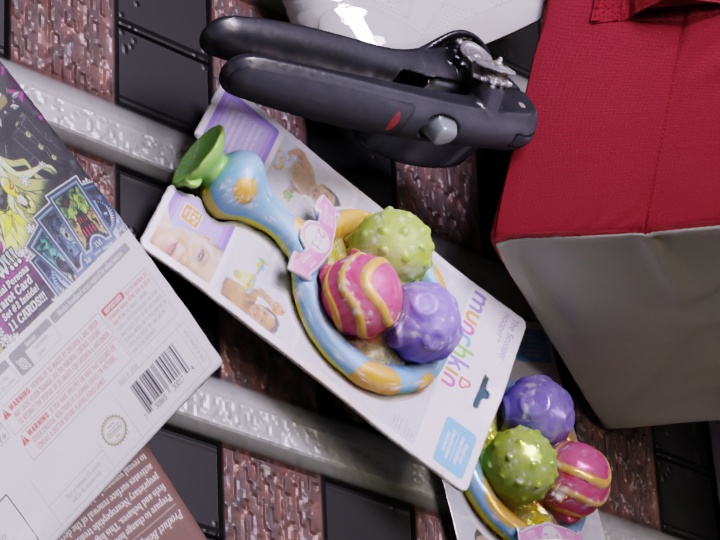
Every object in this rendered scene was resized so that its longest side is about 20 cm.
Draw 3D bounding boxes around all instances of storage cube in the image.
[{"bbox_3d":[0.186,-0.042,1.518,0.200,0.170,0.180,56,40,-45],"label":"storage cube"}]

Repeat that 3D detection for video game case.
[{"bbox_3d":[-0.162,0.021,1.146,0.182,0.036,0.200,53,41,-11],"label":"video game case"}]

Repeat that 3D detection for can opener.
[{"bbox_3d":[0.007,-0.085,1.416,0.199,0.079,0.063,10,29,-46],"label":"can opener"}]

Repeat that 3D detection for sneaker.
[{"bbox_3d":[0.028,-0.163,1.538,0.200,0.074,0.116,-23,89,-49],"label":"sneaker"}]

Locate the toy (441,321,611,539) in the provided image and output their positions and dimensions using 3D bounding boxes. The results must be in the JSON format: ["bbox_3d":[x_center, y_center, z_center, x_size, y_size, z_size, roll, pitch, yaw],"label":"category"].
[{"bbox_3d":[0.094,0.109,1.476,0.115,0.047,0.201,8,64,-47],"label":"toy"}]

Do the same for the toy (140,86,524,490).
[{"bbox_3d":[0.000,0.000,1.404,0.200,0.047,0.115,36,48,-14],"label":"toy"}]

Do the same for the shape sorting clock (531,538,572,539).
[{"bbox_3d":[0.100,0.226,1.387,0.199,0.039,0.201,10,69,-26],"label":"shape sorting clock"}]

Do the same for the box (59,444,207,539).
[{"bbox_3d":[-0.145,0.087,1.211,0.201,0.075,0.100,57,40,-4],"label":"box"}]

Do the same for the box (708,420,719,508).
[{"bbox_3d":[0.294,0.141,1.631,0.183,0.105,0.201,18,57,-40],"label":"box"}]
